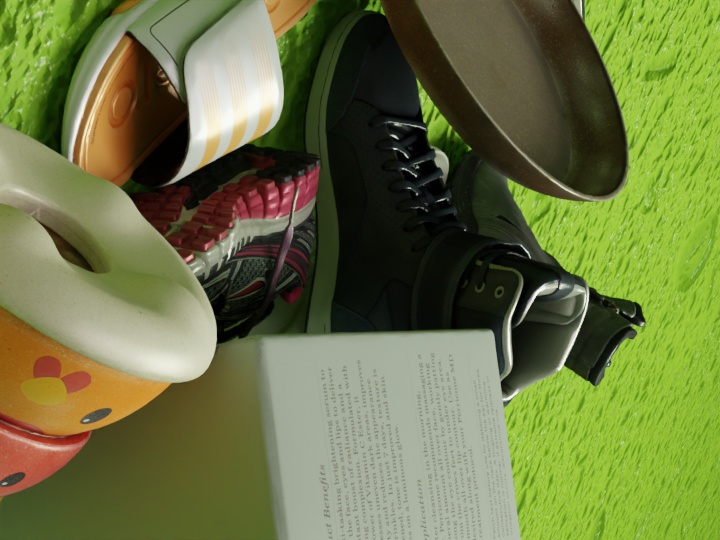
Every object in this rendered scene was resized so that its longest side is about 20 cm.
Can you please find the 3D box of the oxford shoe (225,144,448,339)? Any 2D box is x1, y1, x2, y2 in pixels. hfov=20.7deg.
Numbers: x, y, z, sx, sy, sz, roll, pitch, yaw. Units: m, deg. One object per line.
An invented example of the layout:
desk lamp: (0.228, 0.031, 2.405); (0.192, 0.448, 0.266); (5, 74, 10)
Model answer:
oxford shoe: (0.000, 0.000, 1.073); (0.200, 0.057, 0.076); (-46, 149, -42)

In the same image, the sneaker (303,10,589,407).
sneaker: (0.044, -0.029, 0.966); (0.077, 0.145, 0.205); (-1, 91, -48)

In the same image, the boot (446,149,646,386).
boot: (0.098, 0.003, 1.136); (0.070, 0.131, 0.200); (-63, -179, 25)

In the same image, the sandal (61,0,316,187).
sandal: (-0.052, -0.098, 0.856); (0.207, 0.059, 0.080); (-47, 151, -37)

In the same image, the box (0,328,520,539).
box: (-0.044, 0.089, 0.850); (0.199, 0.151, 0.107); (1, 81, -59)

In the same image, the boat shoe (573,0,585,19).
boat shoe: (0.099, -0.182, 1.119); (0.068, 0.071, 0.202); (-99, -172, -57)

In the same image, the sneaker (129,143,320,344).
sneaker: (-0.074, 0.003, 0.864); (0.200, 0.080, 0.075); (-29, 123, -54)

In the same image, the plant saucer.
plant saucer: (0.065, -0.117, 0.980); (0.032, 0.201, 0.200); (-32, 171, 27)

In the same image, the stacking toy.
stacking toy: (-0.159, 0.054, 0.724); (0.201, 0.146, 0.146); (-53, 160, 13)
